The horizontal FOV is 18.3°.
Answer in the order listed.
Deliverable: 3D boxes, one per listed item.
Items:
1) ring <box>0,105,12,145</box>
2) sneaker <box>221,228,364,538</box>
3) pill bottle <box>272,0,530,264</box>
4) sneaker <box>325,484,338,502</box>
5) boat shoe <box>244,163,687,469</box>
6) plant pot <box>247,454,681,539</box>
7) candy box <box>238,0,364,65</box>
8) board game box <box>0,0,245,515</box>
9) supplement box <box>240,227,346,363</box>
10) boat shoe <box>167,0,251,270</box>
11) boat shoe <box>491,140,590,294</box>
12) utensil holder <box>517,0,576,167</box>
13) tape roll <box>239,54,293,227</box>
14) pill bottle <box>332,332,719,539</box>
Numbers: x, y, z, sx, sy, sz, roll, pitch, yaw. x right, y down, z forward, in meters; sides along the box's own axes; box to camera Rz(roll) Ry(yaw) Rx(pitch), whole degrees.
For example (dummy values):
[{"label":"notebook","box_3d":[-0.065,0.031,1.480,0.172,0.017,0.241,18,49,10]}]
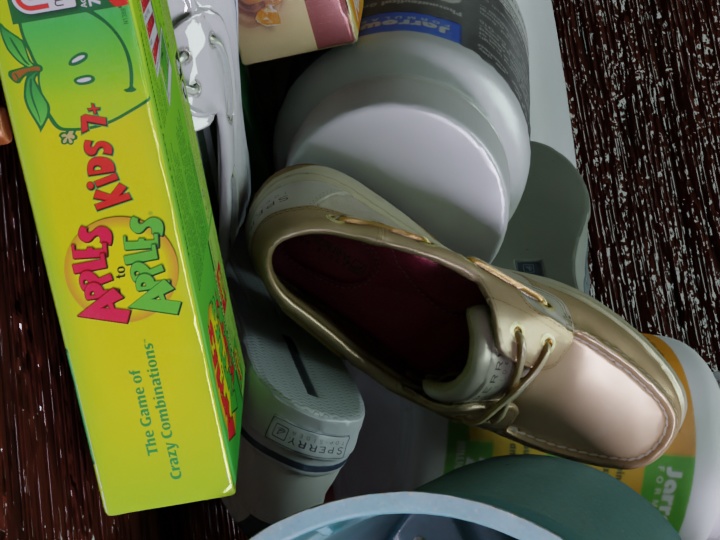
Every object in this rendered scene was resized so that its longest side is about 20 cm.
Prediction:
[{"label":"ring","box_3d":[-0.142,-0.102,0.657,0.200,0.019,0.201,-12,90,-82]},{"label":"sneaker","box_3d":[-0.049,0.042,0.929,0.071,0.073,0.200,-64,-164,18]},{"label":"pill bottle","box_3d":[0.020,-0.068,1.004,0.200,0.113,0.114,-82,159,-64]},{"label":"sneaker","box_3d":[0.047,0.135,1.054,0.200,0.087,0.074,8,84,-39]},{"label":"boat shoe","box_3d":[0.041,0.030,0.889,0.074,0.200,0.069,-61,-173,18]},{"label":"plant pot","box_3d":[0.045,0.159,0.828,0.196,0.200,0.201,-27,105,-73]},{"label":"candy box","box_3d":[-0.033,-0.183,1.006,0.200,0.055,0.116,-81,157,-64]},{"label":"board game box","box_3d":[-0.082,-0.030,0.769,0.102,0.047,0.201,-91,171,-68]},{"label":"supplement box","box_3d":[0.000,0.000,1.135,0.200,0.103,0.102,-79,155,-65]},{"label":"boat shoe","box_3d":[-0.075,-0.074,0.849,0.067,0.073,0.200,-96,171,-46]},{"label":"boat shoe","box_3d":[0.085,0.017,1.158,0.201,0.070,0.072,-92,-174,-45]},{"label":"utensil holder","box_3d":[0.037,-0.137,1.330,0.170,0.169,0.201,-77,156,-69]},{"label":"tape roll","box_3d":[-0.068,-0.120,1.033,0.200,0.048,0.201,-11,90,-81]},{"label":"pill bottle","box_3d":[0.097,0.081,1.010,0.111,0.199,0.112,-175,-90,-70]}]
